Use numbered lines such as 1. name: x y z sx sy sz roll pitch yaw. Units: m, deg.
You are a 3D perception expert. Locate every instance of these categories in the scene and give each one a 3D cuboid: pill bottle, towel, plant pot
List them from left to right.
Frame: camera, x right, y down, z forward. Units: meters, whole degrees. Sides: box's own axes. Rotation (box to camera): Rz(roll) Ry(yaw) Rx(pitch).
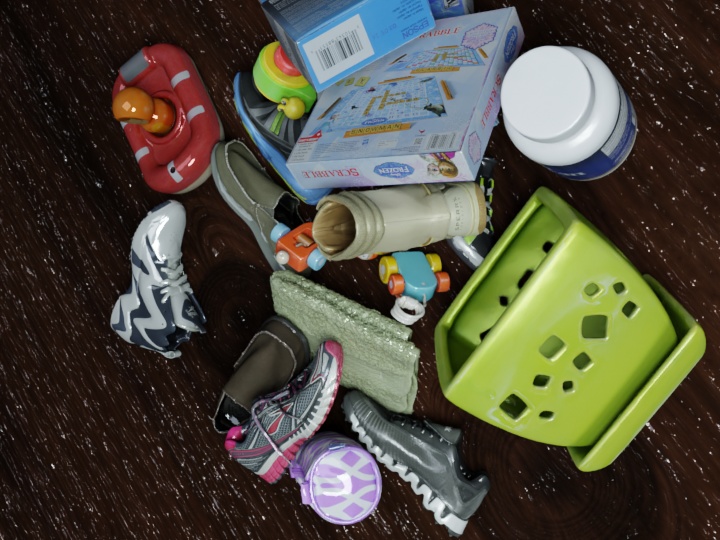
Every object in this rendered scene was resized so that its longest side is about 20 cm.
1. towel: -0.020 0.085 1.007 0.198 0.037 0.149 27 144 22
2. pill bottle: 0.202 -0.154 0.863 0.110 0.199 0.113 -1 88 25
3. plant pot: 0.200 0.060 0.852 0.180 0.200 0.200 34 104 -7

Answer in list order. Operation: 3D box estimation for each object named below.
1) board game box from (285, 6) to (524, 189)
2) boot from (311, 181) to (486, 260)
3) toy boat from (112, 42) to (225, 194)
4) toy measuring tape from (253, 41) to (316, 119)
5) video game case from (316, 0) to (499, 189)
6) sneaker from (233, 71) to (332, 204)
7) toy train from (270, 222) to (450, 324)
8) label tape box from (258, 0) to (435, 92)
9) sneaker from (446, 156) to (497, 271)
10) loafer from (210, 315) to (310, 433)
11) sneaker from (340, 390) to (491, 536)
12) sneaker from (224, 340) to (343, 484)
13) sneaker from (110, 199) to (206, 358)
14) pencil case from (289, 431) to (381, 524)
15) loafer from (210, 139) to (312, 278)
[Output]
1. board game box: 0.047 -0.172 0.887 0.198 0.041 0.201 1 53 33
2. boot: 0.017 -0.053 0.907 0.199 0.153 0.074 -168 70 -65
3. toy boat: -0.263 -0.197 1.124 0.130 0.130 0.202 -32 75 21
4. toy measuring tape: -0.097 -0.267 1.052 0.073 0.073 0.203 -21 62 23
5. video game case: 0.044 -0.210 0.994 0.198 0.045 0.184 -20 60 24
6. sneaker: -0.089 -0.170 1.085 0.082 0.071 0.200 -37 70 -3
7. toy train: 0.000 0.000 1.000 0.199 0.150 0.056 32 134 18
8. label tape box: -0.023 -0.283 0.955 0.143 0.064 0.200 -29 35 -2
9. sneaker: 0.118 -0.091 0.973 0.082 0.072 0.202 -30 76 20
10. loafer: -0.121 0.135 1.043 0.073 0.071 0.201 36 130 7
11. sneaker: 0.068 0.195 0.989 0.200 0.066 0.091 45 99 8
12. sneaker: -0.082 0.156 0.984 0.074 0.081 0.201 31 114 -9
13. sneaker: -0.238 0.022 1.135 0.129 0.079 0.201 29 101 22
14. pencil case: -0.031 0.224 0.965 0.084 0.200 0.085 -16 85 -9
15. loafer: -0.108 -0.083 1.076 0.070 0.075 0.201 -39 83 33
